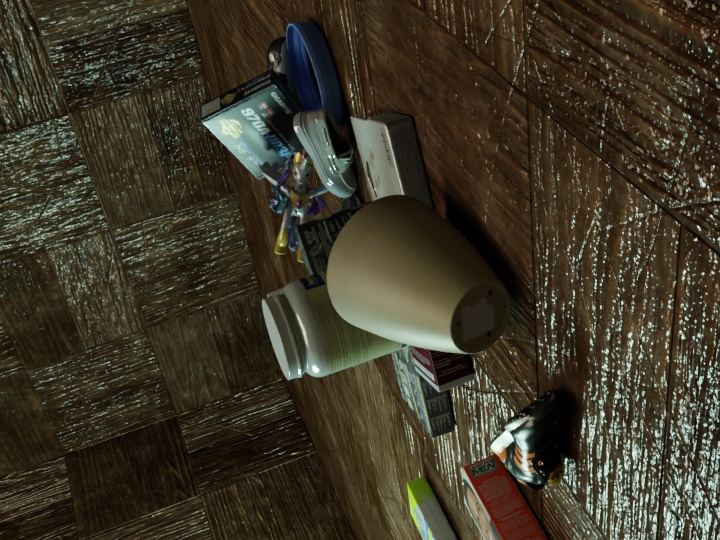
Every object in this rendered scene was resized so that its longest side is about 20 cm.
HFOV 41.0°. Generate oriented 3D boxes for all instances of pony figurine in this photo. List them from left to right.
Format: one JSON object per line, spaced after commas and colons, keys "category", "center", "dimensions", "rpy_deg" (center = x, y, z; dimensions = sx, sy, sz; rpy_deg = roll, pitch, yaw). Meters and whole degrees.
{"category": "pony figurine", "center": [-0.110, -0.128, 1.749], "dimensions": [0.193, 0.166, 0.201], "rpy_deg": [-113, 30, -80]}

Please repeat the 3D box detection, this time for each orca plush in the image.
{"category": "orca plush", "center": [-0.151, -0.353, 1.836], "dimensions": [0.200, 0.071, 0.105], "rpy_deg": [66, -144, -53]}

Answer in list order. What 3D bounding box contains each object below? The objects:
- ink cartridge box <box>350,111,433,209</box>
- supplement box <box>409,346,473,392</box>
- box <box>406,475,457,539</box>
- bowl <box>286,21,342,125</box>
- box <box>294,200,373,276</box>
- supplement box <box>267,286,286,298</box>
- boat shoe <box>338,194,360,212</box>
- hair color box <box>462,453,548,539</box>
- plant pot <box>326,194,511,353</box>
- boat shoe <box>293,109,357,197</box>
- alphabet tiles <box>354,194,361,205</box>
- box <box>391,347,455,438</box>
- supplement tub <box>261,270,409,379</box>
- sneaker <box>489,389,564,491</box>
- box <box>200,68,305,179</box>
{"category": "ink cartridge box", "center": [0.051, -0.130, 1.405], "dimensions": [0.174, 0.043, 0.201], "rpy_deg": [-139, 32, -69]}
{"category": "supplement box", "center": [0.102, 0.066, 1.431], "dimensions": [0.109, 0.061, 0.201], "rpy_deg": [-142, 35, -69]}
{"category": "box", "center": [0.155, 0.532, 1.950], "dimensions": [0.200, 0.047, 0.122], "rpy_deg": [-119, 15, -46]}
{"category": "bowl", "center": [-0.080, -0.341, 1.701], "dimensions": [0.201, 0.039, 0.201], "rpy_deg": [162, 90, -78]}
{"category": "box", "center": [0.000, 0.000, 1.558], "dimensions": [0.044, 0.160, 0.201], "rpy_deg": [126, 124, -76]}
{"category": "supplement box", "center": [-0.077, 0.048, 1.870], "dimensions": [0.126, 0.199, 0.074], "rpy_deg": [119, 128, -79]}
{"category": "boat shoe", "center": [-0.045, -0.043, 1.763], "dimensions": [0.073, 0.063, 0.201], "rpy_deg": [-149, 69, -64]}
{"category": "hair color box", "center": [0.216, 0.375, 1.380], "dimensions": [0.200, 0.061, 0.102], "rpy_deg": [-119, 14, -44]}
{"category": "plant pot", "center": [0.088, 0.024, 1.202], "dimensions": [0.200, 0.187, 0.188], "rpy_deg": [32, 142, 50]}
{"category": "boat shoe", "center": [-0.043, -0.198, 1.666], "dimensions": [0.200, 0.067, 0.074], "rpy_deg": [51, -142, -47]}
{"category": "alphabet tiles", "center": [0.009, -0.058, 1.808], "dimensions": [0.200, 0.006, 0.167], "rpy_deg": [-121, 17, -47]}
{"category": "box", "center": [0.095, 0.162, 1.646], "dimensions": [0.161, 0.049, 0.201], "rpy_deg": [-130, 25, -66]}
{"category": "supplement tub", "center": [-0.030, 0.069, 1.398], "dimensions": [0.145, 0.199, 0.146], "rpy_deg": [162, 90, -77]}
{"category": "sneaker", "center": [0.215, 0.208, 1.140], "dimensions": [0.090, 0.070, 0.200], "rpy_deg": [52, 163, 16]}
{"category": "box", "center": [-0.179, -0.268, 1.802], "dimensions": [0.200, 0.159, 0.046], "rpy_deg": [47, -154, -49]}
